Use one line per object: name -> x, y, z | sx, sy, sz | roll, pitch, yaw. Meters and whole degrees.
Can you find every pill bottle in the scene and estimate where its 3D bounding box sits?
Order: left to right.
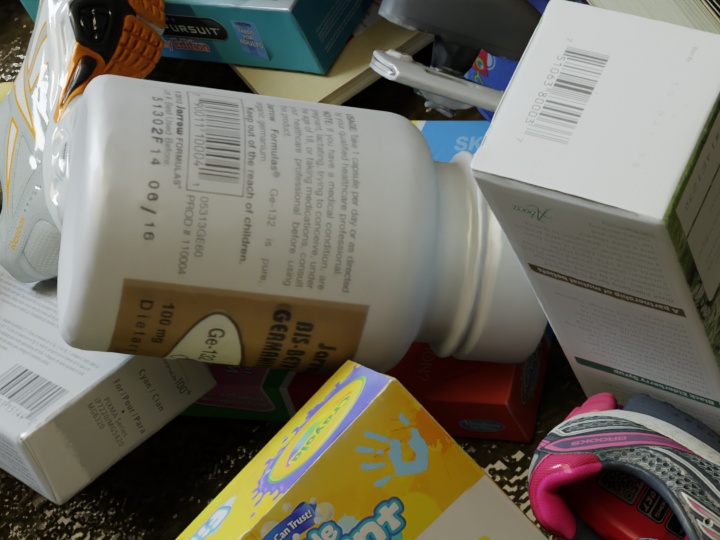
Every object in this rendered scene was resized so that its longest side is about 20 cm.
pill bottle -> -0.023, -0.014, 0.808 | 0.199, 0.115, 0.115 | 6, 57, -12

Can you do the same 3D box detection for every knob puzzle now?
knob puzzle -> 0.010, -0.166, 1.030 | 0.218, 0.031, 0.220 | -17, 43, 16

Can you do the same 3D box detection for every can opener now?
can opener -> 0.101, -0.076, 0.820 | 0.199, 0.053, 0.067 | 16, 103, -6

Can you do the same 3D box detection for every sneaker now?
sneaker -> -0.152, -0.087, 0.944 | 0.092, 0.076, 0.201 | -21, 56, 31
sneaker -> 0.155, 0.119, 0.739 | 0.199, 0.075, 0.081 | 23, 108, 18

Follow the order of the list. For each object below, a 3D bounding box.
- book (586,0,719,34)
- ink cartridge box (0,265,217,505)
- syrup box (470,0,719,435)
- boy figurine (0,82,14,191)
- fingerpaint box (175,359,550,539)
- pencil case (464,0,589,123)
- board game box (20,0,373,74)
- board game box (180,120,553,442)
book -> 0.117, -0.151, 0.814 | 0.048, 0.134, 0.200 | -40, 87, 27
ink cartridge box -> -0.129, 0.019, 0.932 | 0.176, 0.045, 0.200 | -39, 29, -21
syrup box -> 0.117, -0.011, 0.750 | 0.081, 0.200, 0.079 | 17, 69, 28
boy figurine -> -0.201, -0.058, 1.027 | 0.199, 0.065, 0.124 | -29, 14, 8
fingerpaint box -> -0.010, 0.165, 0.754 | 0.200, 0.167, 0.073 | -46, 13, -8
pencil case -> 0.131, -0.143, 0.912 | 0.087, 0.078, 0.200 | 14, 50, 46
board game box -> -0.069, -0.182, 1.034 | 0.199, 0.047, 0.151 | 10, 55, 36
board game box -> 0.000, 0.000, 0.931 | 0.199, 0.040, 0.154 | 2, 61, 25
